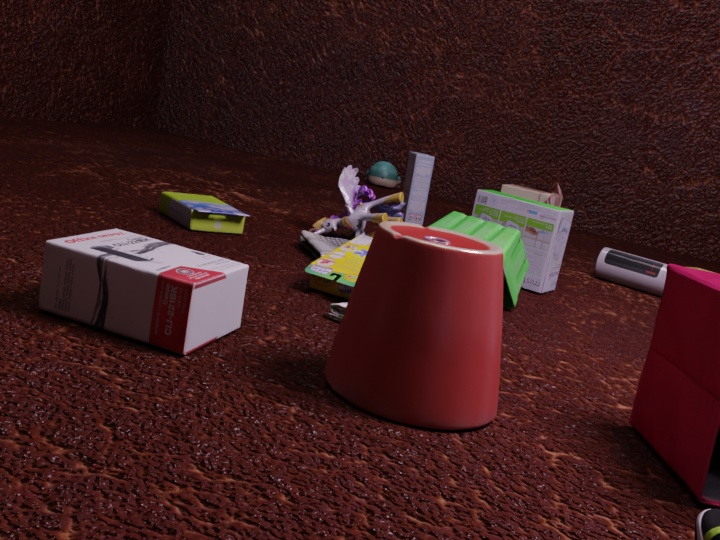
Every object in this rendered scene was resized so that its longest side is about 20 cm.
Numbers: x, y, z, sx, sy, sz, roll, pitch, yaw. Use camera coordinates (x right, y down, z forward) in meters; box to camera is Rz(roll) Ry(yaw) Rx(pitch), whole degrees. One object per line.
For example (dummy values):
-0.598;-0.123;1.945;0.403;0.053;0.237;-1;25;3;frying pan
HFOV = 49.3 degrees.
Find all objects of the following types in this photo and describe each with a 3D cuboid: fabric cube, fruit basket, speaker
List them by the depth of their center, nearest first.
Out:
0.421;0.119;0.810;0.191;0.205;0.200;10;10;-1;fabric cube
0.180;-0.001;1.421;0.211;0.157;0.218;-15;41;13;fruit basket
0.693;0.006;1.959;0.197;0.083;0.080;21;15;37;speaker

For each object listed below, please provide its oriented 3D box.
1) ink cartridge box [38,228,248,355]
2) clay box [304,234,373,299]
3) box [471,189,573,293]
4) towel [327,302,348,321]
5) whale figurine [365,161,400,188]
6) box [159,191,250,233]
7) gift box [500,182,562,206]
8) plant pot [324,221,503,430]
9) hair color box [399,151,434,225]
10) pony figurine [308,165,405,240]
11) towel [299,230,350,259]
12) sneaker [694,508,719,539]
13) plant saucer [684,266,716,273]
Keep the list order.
-0.252;0.018;0.924;0.195;0.086;0.144;14;12;15;ink cartridge box
0.000;0.000;1.299;0.113;0.049;0.199;16;26;25;clay box
0.334;-0.065;1.685;0.197;0.181;0.096;18;13;31;box
0.070;0.079;1.116;0.197;0.024;0.151;19;12;32;towel
0.100;-0.415;3.356;0.155;0.106;0.200;12;11;4;whale figurine
-0.323;-0.119;1.619;0.120;0.049;0.199;2;15;-36;box
0.526;-0.181;2.416;0.183;0.205;0.184;18;18;25;gift box
0.070;0.050;0.856;0.195;0.182;0.201;10;12;-2;plant pot
0.166;-0.245;2.336;0.059;0.205;0.099;8;11;-10;hair color box
0.000;-0.128;1.743;0.196;0.170;0.194;-1;31;29;pony figurine
-0.018;-0.040;1.577;0.188;0.035;0.200;7;11;-20;towel
0.309;0.210;0.556;0.070;0.085;0.200;10;11;-5;sneaker
0.967;0.039;2.156;0.197;0.050;0.198;2;16;-41;plant saucer
